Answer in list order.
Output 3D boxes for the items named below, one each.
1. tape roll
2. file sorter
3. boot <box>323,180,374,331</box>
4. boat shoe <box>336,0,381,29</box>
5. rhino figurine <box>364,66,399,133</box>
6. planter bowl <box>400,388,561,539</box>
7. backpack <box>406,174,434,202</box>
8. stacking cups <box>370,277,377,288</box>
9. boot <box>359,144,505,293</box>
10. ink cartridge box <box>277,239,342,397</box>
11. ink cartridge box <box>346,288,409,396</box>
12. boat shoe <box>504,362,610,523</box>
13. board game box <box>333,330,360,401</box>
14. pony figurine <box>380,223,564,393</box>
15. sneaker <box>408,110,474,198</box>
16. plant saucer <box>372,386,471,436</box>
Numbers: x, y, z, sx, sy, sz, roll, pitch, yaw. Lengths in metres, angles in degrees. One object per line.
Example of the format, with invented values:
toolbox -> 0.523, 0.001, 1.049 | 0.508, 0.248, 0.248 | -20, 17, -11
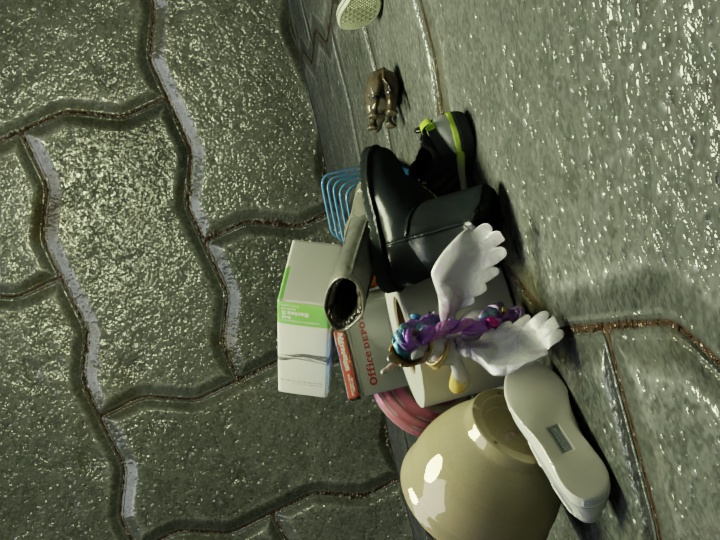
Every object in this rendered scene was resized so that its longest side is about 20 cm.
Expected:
tape roll -> 0.122, 0.071, 1.312 | 0.203, 0.138, 0.204 | 167, 90, -85
file sorter -> 0.015, -0.113, 1.765 | 0.200, 0.122, 0.140 | -144, 40, -70
boot -> -0.002, 0.001, 1.285 | 0.183, 0.072, 0.201 | 87, -173, -48
boat shoe -> -0.003, -0.467, 1.589 | 0.200, 0.074, 0.063 | 103, 158, -67
rhino figurine -> 0.035, -0.289, 1.681 | 0.200, 0.059, 0.088 | 113, 157, -83
planter bowl -> 0.164, 0.231, 1.170 | 0.201, 0.199, 0.135 | -110, 36, -47
backpack -> 0.077, -0.039, 1.577 | 0.163, 0.152, 0.201 | -119, 36, -53
stacking cups -> 0.065, 0.002, 1.474 | 0.060, 0.199, 0.061 | 16, -110, -50
boot -> 0.091, -0.080, 1.200 | 0.076, 0.167, 0.202 | 21, -122, -57
ink cartridge box -> -0.080, 0.077, 1.519 | 0.146, 0.083, 0.201 | -81, -4, -49
ink cartridge box -> 0.077, 0.094, 1.500 | 0.085, 0.198, 0.146 | -128, 24, -76
boat shoe -> 0.217, 0.188, 1.071 | 0.200, 0.071, 0.069 | -122, 17, -44
board game box -> -0.020, 0.152, 1.528 | 0.200, 0.019, 0.104 | 86, 170, -82
pony figurine -> 0.128, 0.068, 1.106 | 0.167, 0.193, 0.200 | 59, -164, 22
sneaker -> 0.102, -0.135, 1.289 | 0.201, 0.082, 0.072 | 83, 171, -51
plant saucer -> 0.107, 0.178, 1.609 | 0.051, 0.199, 0.202 | -47, 50, 44
